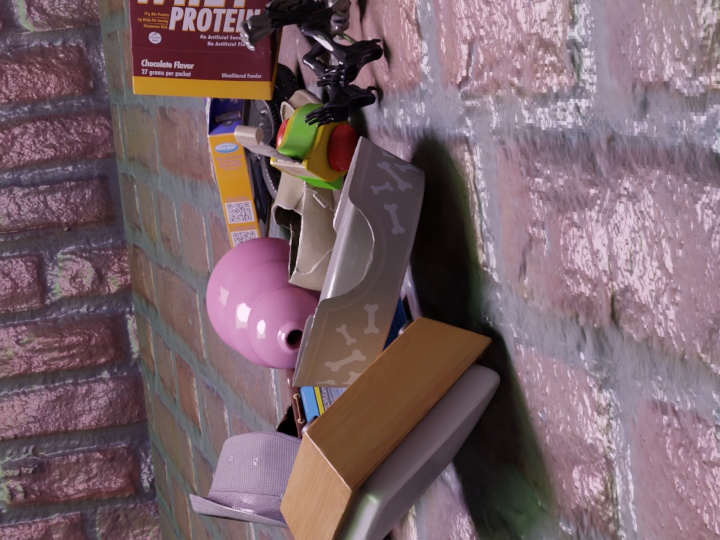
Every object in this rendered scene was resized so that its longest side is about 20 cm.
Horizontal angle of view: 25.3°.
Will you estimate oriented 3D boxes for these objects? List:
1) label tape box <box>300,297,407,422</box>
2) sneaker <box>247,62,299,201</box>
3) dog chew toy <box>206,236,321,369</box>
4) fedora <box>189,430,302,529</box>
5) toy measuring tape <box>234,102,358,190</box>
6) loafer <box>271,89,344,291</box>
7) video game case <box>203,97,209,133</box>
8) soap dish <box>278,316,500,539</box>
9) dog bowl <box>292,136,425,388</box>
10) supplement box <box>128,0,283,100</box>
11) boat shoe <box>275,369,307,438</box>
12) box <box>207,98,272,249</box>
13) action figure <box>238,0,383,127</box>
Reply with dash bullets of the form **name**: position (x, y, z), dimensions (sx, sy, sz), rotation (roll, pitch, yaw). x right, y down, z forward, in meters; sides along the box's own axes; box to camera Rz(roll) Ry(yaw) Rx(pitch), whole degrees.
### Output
- **label tape box**: position (0.005, 0.127, 1.413), dimensions (0.200, 0.063, 0.145), rotation (112, 147, -63)
- **sneaker**: position (-0.082, -0.131, 1.639), dimensions (0.104, 0.060, 0.201), rotation (105, 157, -59)
- **dog chew toy**: position (-0.083, 0.040, 1.578), dimensions (0.200, 0.124, 0.125), rotation (-133, 38, -70)
- **fedora**: position (-0.069, 0.206, 1.556), dimensions (0.199, 0.176, 0.091), rotation (-1, 77, 48)
- **toy measuring tape**: position (-0.052, -0.121, 1.397), dimensions (0.200, 0.073, 0.074), rotation (24, -128, -66)
- **loafer**: position (-0.051, -0.074, 1.515), dimensions (0.076, 0.068, 0.201), rotation (137, 123, -70)
- **video game case**: position (-0.161, -0.256, 1.911), dimensions (0.200, 0.036, 0.182), rotation (-175, 79, -75)
- **soap dish**: position (0.016, 0.131, 1.188), dimensions (0.081, 0.157, 0.200), rotation (40, 154, 11)
- **dog bowl**: position (0.000, 0.000, 1.244), dimensions (0.200, 0.058, 0.201), rotation (-164, 90, -86)
- **supplement box**: position (-0.141, -0.298, 1.517), dimensions (0.198, 0.132, 0.201), rotation (-87, -1, -55)
- **boat shoe**: position (-0.054, 0.158, 1.650), dimensions (0.201, 0.070, 0.071), rotation (95, 157, -46)
- **box**: position (-0.130, -0.119, 1.739), dimensions (0.119, 0.041, 0.201), rotation (-89, -6, -50)
- **action figure**: position (-0.050, -0.230, 1.370), dimensions (0.119, 0.102, 0.201), rotation (104, 151, -58)
